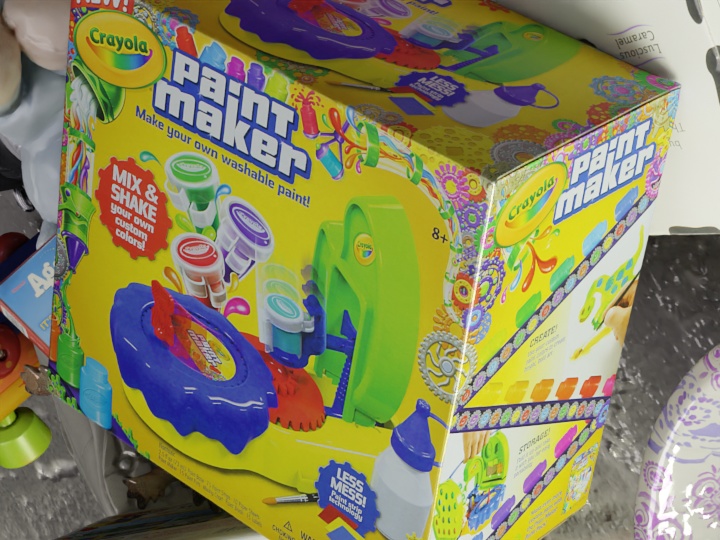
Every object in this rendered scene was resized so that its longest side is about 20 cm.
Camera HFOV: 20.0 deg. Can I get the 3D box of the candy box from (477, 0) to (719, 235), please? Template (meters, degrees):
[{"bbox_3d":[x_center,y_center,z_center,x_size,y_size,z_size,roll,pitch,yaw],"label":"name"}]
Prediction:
[{"bbox_3d":[0.086,-0.114,0.787,0.167,0.071,0.201,1,122,50],"label":"candy box"}]

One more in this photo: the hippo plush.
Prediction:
[{"bbox_3d":[-0.168,-0.078,1.053,0.199,0.159,0.162,6,126,47],"label":"hippo plush"}]

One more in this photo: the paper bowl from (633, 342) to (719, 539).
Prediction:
[{"bbox_3d":[0.210,0.111,0.785,0.200,0.104,0.203,12,105,50],"label":"paper bowl"}]

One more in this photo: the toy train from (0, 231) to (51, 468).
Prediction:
[{"bbox_3d":[-0.229,0.075,1.244,0.084,0.200,0.116,15,138,42],"label":"toy train"}]

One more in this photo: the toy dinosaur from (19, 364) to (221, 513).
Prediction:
[{"bbox_3d":[-0.072,0.047,1.021,0.199,0.136,0.086,-5,116,38],"label":"toy dinosaur"}]

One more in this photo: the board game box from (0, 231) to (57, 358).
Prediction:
[{"bbox_3d":[-0.064,-0.020,0.946,0.103,0.200,0.019,42,163,13],"label":"board game box"}]

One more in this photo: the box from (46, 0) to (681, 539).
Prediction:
[{"bbox_3d":[-0.007,-0.009,0.786,0.199,0.122,0.194,28,126,30],"label":"box"}]

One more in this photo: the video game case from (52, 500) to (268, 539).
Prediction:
[{"bbox_3d":[-0.066,0.128,0.975,0.198,0.182,0.023,-12,90,17],"label":"video game case"}]

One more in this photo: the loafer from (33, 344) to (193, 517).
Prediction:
[{"bbox_3d":[-0.128,0.098,1.151,0.070,0.069,0.201,89,156,-56],"label":"loafer"}]

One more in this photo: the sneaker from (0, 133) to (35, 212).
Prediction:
[{"bbox_3d":[-0.245,-0.118,1.186,0.200,0.075,0.114,46,145,4],"label":"sneaker"}]
